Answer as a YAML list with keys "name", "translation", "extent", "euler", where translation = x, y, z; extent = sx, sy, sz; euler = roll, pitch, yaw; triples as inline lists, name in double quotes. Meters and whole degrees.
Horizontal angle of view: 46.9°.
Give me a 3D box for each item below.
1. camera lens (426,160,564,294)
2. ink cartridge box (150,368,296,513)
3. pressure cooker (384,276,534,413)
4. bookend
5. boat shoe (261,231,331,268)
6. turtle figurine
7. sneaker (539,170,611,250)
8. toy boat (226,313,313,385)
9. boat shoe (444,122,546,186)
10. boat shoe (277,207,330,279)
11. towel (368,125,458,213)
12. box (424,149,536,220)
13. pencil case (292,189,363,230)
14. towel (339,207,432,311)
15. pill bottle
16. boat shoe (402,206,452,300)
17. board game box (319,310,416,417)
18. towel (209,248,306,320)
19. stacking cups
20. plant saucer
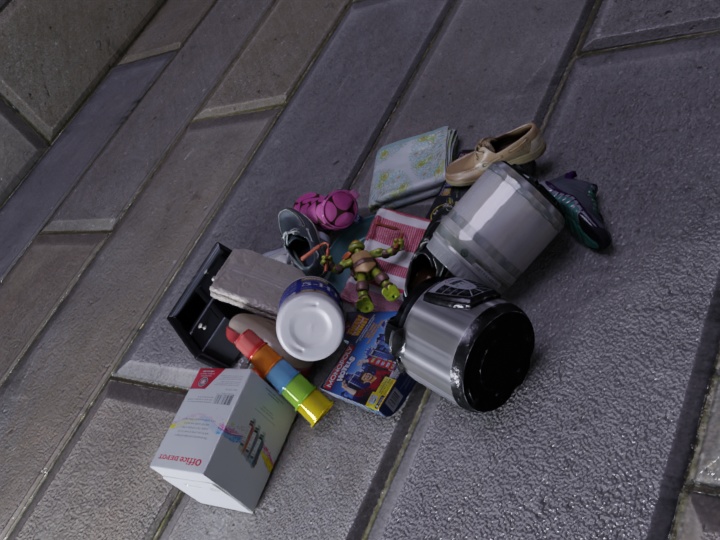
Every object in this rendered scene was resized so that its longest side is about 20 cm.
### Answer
- name: "camera lens"
  translation: [0.227, -0.067, 1.380]
  extent: [0.200, 0.160, 0.160]
  euler: [-49, 36, 7]
- name: "ink cartridge box"
  translation: [-0.235, 0.293, 1.442]
  extent: [0.144, 0.145, 0.202]
  euler: [-3, 50, 39]
- name: "pressure cooker"
  translation: [0.142, 0.105, 1.273]
  extent: [0.199, 0.176, 0.179]
  euler: [26, 74, 47]
- name: "bookend"
  translation: [-0.285, 0.077, 1.718]
  extent: [0.200, 0.092, 0.200]
  euler: [-55, 37, 3]
- name: "boat shoe"
  translation: [-0.148, -0.013, 1.742]
  extent: [0.200, 0.075, 0.087]
  euler: [-20, 40, 29]
- name: "turtle figurine"
  translation: [0.000, 0.000, 1.506]
  extent: [0.197, 0.065, 0.162]
  euler: [-14, 49, -9]
- name: "sneaker"
  translation: [0.377, -0.113, 1.391]
  extent: [0.087, 0.075, 0.201]
  euler: [-29, 39, -3]
- name: "toy boat"
  translation: [-0.177, 0.168, 1.566]
  extent: [0.199, 0.129, 0.133]
  euler: [23, 98, 51]
- name: "boat shoe"
  translation: [0.241, -0.219, 1.540]
  extent: [0.198, 0.065, 0.072]
  euler: [-21, 42, 21]
- name: "boat shoe"
  translation: [-0.122, -0.062, 1.671]
  extent: [0.072, 0.062, 0.201]
  euler: [-35, 56, 8]
- name: "towel"
  translation: [0.110, -0.215, 1.747]
  extent: [0.198, 0.048, 0.173]
  euler: [-16, 42, 29]
- name: "box"
  translation: [0.223, -0.142, 1.571]
  extent: [0.160, 0.049, 0.201]
  euler: [8, 58, 41]
- name: "pencil case"
  translation: [-0.073, -0.129, 1.754]
  extent: [0.094, 0.091, 0.199]
  euler: [-55, 23, -12]
- name: "towel"
  translation: [0.057, -0.015, 1.545]
  extent: [0.143, 0.023, 0.202]
  euler: [17, 77, 31]
- name: "pill bottle"
  translation: [-0.089, 0.076, 1.491]
  extent: [0.119, 0.120, 0.200]
  euler: [-36, 12, 4]
- name: "boat shoe"
  translation: [0.129, -0.026, 1.475]
  extent: [0.071, 0.068, 0.202]
  euler: [18, 75, 21]
- name: "board game box"
  translation: [0.029, 0.147, 1.433]
  extent: [0.199, 0.062, 0.201]
  euler: [12, 60, 48]
- name: "towel"
  translation: [-0.190, 0.033, 1.652]
  extent: [0.198, 0.035, 0.133]
  euler: [21, 48, 9]
- name: "stacking cups"
  translation: [-0.134, 0.179, 1.437]
  extent: [0.061, 0.200, 0.061]
  euler: [-45, -7, -7]
- name: "plant saucer"
  translation: [0.014, -0.026, 1.645]
  extent: [0.198, 0.036, 0.202]
  euler: [-23, 41, 21]
